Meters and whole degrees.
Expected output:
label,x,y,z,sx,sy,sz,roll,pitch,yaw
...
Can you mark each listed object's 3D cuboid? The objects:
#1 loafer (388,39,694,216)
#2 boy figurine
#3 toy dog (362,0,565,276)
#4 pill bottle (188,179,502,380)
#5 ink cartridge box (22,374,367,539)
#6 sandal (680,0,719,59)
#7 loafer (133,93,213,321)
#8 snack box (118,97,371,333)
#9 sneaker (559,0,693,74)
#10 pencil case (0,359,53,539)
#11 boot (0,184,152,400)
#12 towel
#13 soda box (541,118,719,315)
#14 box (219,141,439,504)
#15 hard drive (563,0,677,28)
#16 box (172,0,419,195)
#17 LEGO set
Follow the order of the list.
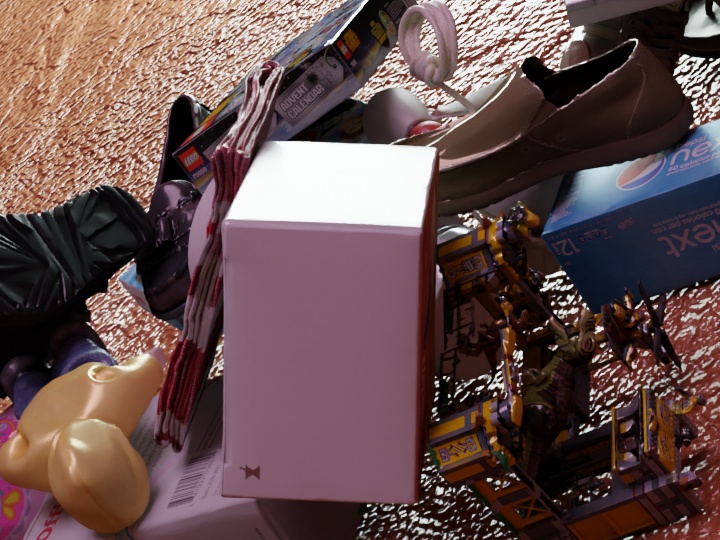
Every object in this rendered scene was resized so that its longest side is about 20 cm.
label,x,y,z,sx,sy,sz,roll,pitch,yaw
loafer,0.096,-0.089,1.710,0.199,0.068,0.076,-17,23,8
boy figurine,-0.165,0.092,1.736,0.124,0.065,0.200,-37,25,-1
toy dog,0.092,-0.075,1.845,0.200,0.096,0.132,56,134,37
pill bottle,0.000,0.000,1.789,0.199,0.120,0.120,18,57,41
ink cartridge box,-0.095,0.139,1.740,0.199,0.088,0.146,-17,31,33
sandal,0.261,-0.180,1.858,0.082,0.055,0.200,-44,20,-15
loafer,-0.122,-0.045,1.927,0.072,0.063,0.201,-27,27,25
snack box,-0.064,-0.040,1.962,0.200,0.037,0.116,-44,26,-12
sneaker,0.178,-0.158,1.868,0.076,0.070,0.201,-49,24,39
pencil case,-0.229,0.152,1.893,0.087,0.088,0.200,-3,42,49
boot,-0.233,0.028,1.861,0.162,0.073,0.198,-45,-9,36
towel,-0.084,-0.010,1.699,0.023,0.201,0.144,15,26,1
soda box,0.210,-0.043,1.683,0.199,0.068,0.064,-19,29,32
box,-0.013,0.024,1.569,0.105,0.153,0.200,2,15,3
hard drive,0.223,-0.225,1.861,0.199,0.027,0.132,-14,37,6
box,-0.040,-0.128,1.936,0.137,0.040,0.200,-34,9,21
LEGO set,0.119,0.054,1.548,0.115,0.154,0.201,-23,32,25
